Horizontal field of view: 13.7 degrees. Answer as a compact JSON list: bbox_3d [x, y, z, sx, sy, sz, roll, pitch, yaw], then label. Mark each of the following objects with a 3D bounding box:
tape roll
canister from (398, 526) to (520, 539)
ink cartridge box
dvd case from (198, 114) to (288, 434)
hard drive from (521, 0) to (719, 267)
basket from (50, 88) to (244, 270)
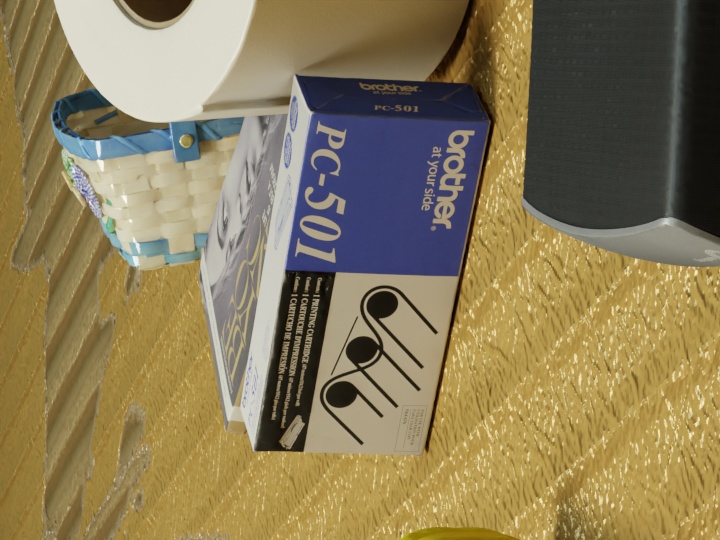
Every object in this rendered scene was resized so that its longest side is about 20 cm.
[{"bbox_3d":[-0.053,-0.179,1.532,0.203,0.139,0.203,12,105,51],"label":"tape roll"},{"bbox_3d":[0.066,0.199,1.254,0.200,0.086,0.149,-157,70,-73],"label":"canister"},{"bbox_3d":[0.000,0.000,1.517,0.044,0.094,0.200,-112,28,-57],"label":"ink cartridge box"},{"bbox_3d":[-0.058,-0.029,1.718,0.149,0.016,0.200,-104,25,-50],"label":"dvd case"},{"bbox_3d":[0.111,-0.070,1.201,0.200,0.042,0.135,-165,77,-75],"label":"hard drive"},{"bbox_3d":[-0.131,-0.108,1.946,0.176,0.139,0.200,-141,44,-73],"label":"basket"}]
